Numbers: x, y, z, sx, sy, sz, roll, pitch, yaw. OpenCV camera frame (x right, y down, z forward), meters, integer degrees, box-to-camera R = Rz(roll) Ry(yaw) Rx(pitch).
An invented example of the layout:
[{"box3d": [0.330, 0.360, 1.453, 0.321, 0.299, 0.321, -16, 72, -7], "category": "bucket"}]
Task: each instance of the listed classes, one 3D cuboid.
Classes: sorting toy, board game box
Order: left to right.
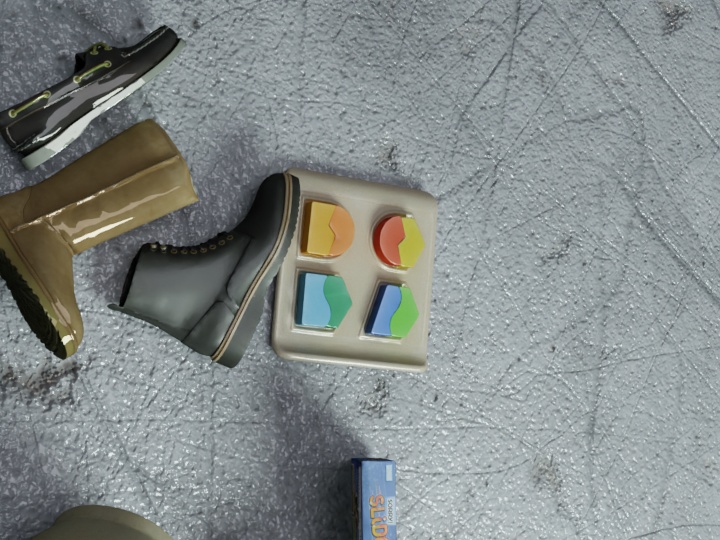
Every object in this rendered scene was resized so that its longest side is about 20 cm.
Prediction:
[{"box3d": [0.000, 0.000, 1.265, 0.183, 0.036, 0.203, 8, 79, -27], "category": "sorting toy"}, {"box3d": [0.013, 0.286, 1.176, 0.034, 0.135, 0.203, 0, 83, -5], "category": "board game box"}]

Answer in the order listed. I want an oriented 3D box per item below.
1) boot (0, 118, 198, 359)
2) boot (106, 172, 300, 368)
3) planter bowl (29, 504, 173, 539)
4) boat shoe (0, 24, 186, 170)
[{"box3d": [-0.234, -0.036, 1.108, 0.199, 0.066, 0.176, -29, 79, -29], "category": "boot"}, {"box3d": [-0.148, -0.024, 1.171, 0.137, 0.077, 0.202, 24, 71, -18], "category": "boot"}, {"box3d": [-0.227, 0.290, 1.030, 0.199, 0.200, 0.136, 35, 41, -20], "category": "planter bowl"}, {"box3d": [-0.252, -0.178, 1.133, 0.201, 0.072, 0.061, -44, 108, -23], "category": "boat shoe"}]
